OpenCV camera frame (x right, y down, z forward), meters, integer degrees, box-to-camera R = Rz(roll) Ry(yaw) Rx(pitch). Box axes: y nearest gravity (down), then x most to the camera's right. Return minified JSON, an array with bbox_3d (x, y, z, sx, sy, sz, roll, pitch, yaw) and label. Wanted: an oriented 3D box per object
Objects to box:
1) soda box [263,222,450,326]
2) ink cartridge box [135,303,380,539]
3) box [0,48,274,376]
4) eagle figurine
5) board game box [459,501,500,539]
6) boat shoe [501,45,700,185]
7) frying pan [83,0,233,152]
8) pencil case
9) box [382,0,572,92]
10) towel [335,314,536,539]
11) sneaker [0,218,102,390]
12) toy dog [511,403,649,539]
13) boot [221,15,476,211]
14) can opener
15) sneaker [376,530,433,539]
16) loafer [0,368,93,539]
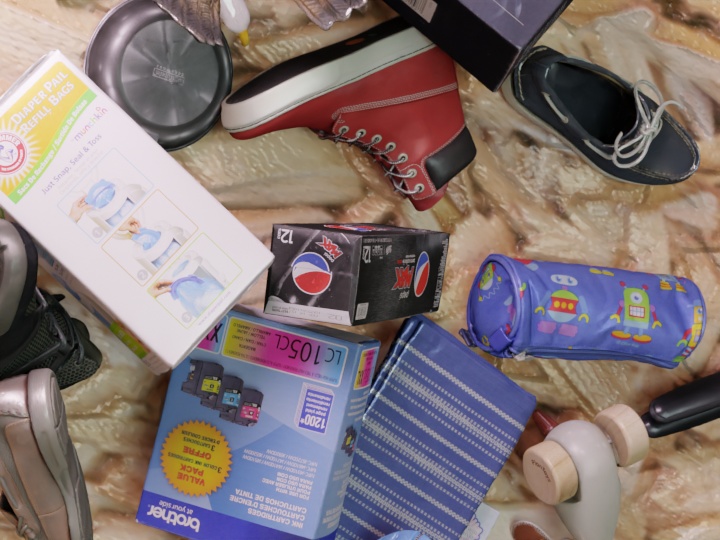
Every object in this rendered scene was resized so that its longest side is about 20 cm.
[{"bbox_3d":[0.000,0.000,1.288,0.200,0.071,0.063,-3,100,-70],"label":"soda box"},{"bbox_3d":[-0.076,0.131,1.295,0.136,0.076,0.200,14,94,14],"label":"ink cartridge box"},{"bbox_3d":[-0.168,-0.036,1.203,0.200,0.112,0.101,44,78,-4],"label":"box"},{"bbox_3d":[-0.096,-0.214,1.193,0.151,0.200,0.152,33,83,-27],"label":"eagle figurine"},{"bbox_3d":[-0.017,0.228,1.397,0.200,0.041,0.200,32,83,-28],"label":"board game box"},{"bbox_3d":[0.204,-0.122,1.440,0.200,0.062,0.075,31,82,-28],"label":"boat shoe"},{"bbox_3d":[-0.162,-0.111,1.276,0.115,0.031,0.190,42,76,-26],"label":"frying pan"},{"bbox_3d":[0.181,0.037,1.444,0.200,0.078,0.087,6,67,-27],"label":"pencil case"},{"bbox_3d":[0.085,-0.268,1.287,0.200,0.104,0.182,39,77,3],"label":"box"},{"bbox_3d":[0.039,0.148,1.381,0.145,0.024,0.200,35,83,-29],"label":"towel"},{"bbox_3d":[-0.224,0.027,1.198,0.114,0.076,0.200,-16,149,-32],"label":"sneaker"},{"bbox_3d":[0.172,0.192,1.476,0.132,0.096,0.200,0,113,-30],"label":"toy dog"},{"bbox_3d":[-0.002,-0.097,1.334,0.200,0.072,0.144,-24,110,-28],"label":"boot"},{"bbox_3d":[0.325,0.098,1.549,0.200,0.079,0.063,-24,148,-18],"label":"can opener"},{"bbox_3d":[0.023,0.283,1.363,0.083,0.071,0.200,-2,113,-38],"label":"sneaker"},{"bbox_3d":[-0.226,0.142,1.239,0.063,0.072,0.200,-6,136,-3],"label":"loafer"}]
